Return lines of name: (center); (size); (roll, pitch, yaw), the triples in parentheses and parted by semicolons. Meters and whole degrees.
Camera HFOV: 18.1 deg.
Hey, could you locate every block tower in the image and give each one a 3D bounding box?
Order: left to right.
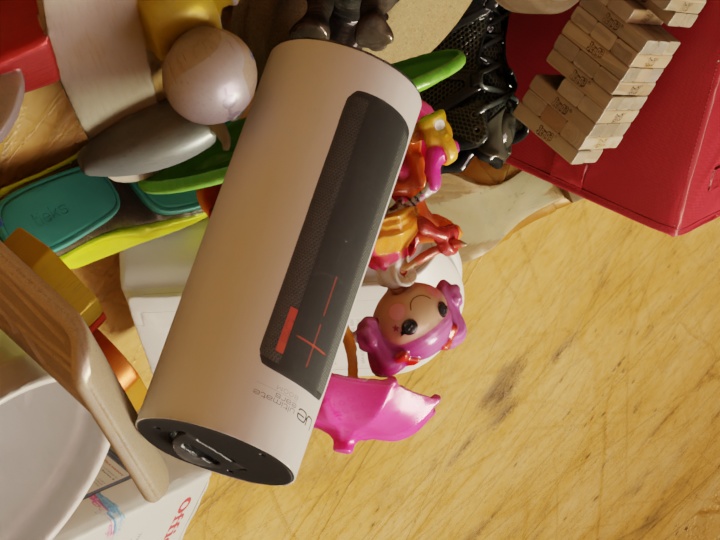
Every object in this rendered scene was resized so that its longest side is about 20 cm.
block tower: (0.172, -0.163, 1.377); (0.054, 0.058, 0.201); (-8, 135, -58)

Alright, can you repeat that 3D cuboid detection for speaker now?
speaker: (-0.037, -0.003, 1.059); (0.081, 0.081, 0.201); (72, 35, -66)

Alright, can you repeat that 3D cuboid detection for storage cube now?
storage cube: (0.197, -0.152, 1.509); (0.170, 0.199, 0.181); (-20, 130, -50)

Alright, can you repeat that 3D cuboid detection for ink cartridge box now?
ink cartridge box: (-0.206, 0.181, 1.441); (0.199, 0.087, 0.146); (-19, 144, -50)

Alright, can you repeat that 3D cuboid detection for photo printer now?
photo printer: (-0.037, 0.013, 1.359); (0.198, 0.070, 0.167); (-3, 157, 2)

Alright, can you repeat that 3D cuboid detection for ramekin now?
ramekin: (-0.238, 0.100, 1.213); (0.200, 0.105, 0.201); (-40, 157, -21)

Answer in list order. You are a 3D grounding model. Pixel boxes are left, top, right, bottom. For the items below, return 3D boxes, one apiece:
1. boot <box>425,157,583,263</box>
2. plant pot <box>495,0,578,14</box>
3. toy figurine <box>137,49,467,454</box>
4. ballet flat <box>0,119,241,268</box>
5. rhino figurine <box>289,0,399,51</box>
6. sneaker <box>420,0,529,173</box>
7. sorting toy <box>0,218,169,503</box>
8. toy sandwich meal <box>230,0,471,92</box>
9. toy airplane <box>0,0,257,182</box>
boot: (0.086, -0.056, 1.638); (0.200, 0.071, 0.144); (-17, -171, 0)
plant pot: (0.134, -0.244, 1.266); (0.201, 0.092, 0.203); (-22, 115, -60)
toy figurine: (0.000, 0.000, 1.224); (0.199, 0.185, 0.150); (-27, -165, -29)
ballet flat: (-0.142, -0.037, 1.250); (0.199, 0.067, 0.067); (-25, 170, -42)
rhino figurine: (-0.002, -0.152, 1.137); (0.200, 0.059, 0.088); (105, -3, -59)
sneaker: (0.078, -0.141, 1.424); (0.200, 0.114, 0.076); (-59, 159, 18)
sorting toy: (-0.163, 0.006, 1.068); (0.036, 0.200, 0.185); (-40, 158, -11)
toy sandwich meal: (-0.004, -0.176, 1.273); (0.204, 0.070, 0.206); (-29, 146, -22)
toy airplane: (-0.112, -0.113, 1.051); (0.200, 0.141, 0.200); (-12, 139, -58)
